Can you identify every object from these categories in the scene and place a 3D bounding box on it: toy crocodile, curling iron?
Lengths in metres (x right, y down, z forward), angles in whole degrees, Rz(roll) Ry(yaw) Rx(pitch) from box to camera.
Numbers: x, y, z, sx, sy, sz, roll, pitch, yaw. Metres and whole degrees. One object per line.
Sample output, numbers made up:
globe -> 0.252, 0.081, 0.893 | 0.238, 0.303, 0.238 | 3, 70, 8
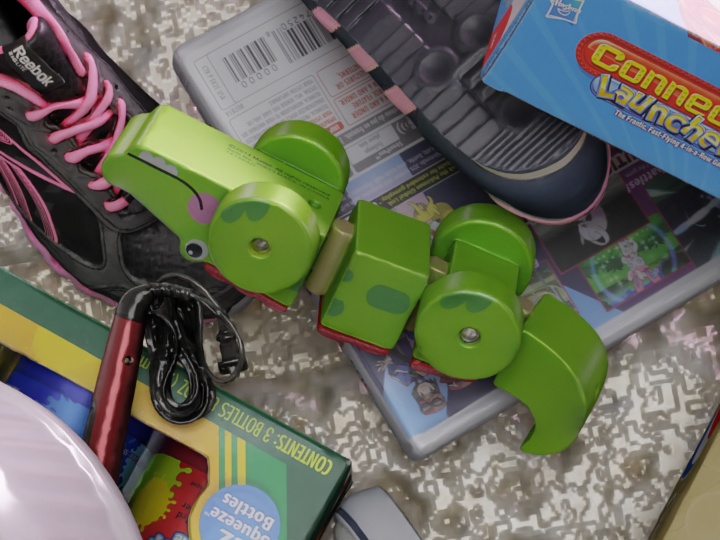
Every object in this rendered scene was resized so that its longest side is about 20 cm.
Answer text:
toy crocodile -> 0.000, 0.000, 0.904 | 0.200, 0.068, 0.062 | 24, 121, -6
curling iron -> -0.087, 0.096, 0.872 | 0.049, 0.026, 0.200 | 18, 80, 4

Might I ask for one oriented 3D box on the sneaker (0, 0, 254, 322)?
sneaker -> -0.112, -0.059, 0.938 | 0.200, 0.095, 0.079 | 44, 80, 1

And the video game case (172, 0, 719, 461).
video game case -> 0.058, -0.053, 0.969 | 0.200, 0.023, 0.182 | -29, 81, -12

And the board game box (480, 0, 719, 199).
board game box -> 0.155, -0.101, 0.898 | 0.196, 0.056, 0.200 | 26, 42, -8

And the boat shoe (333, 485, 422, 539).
boat shoe -> 0.020, 0.183, 0.912 | 0.086, 0.075, 0.202 | -26, 90, -6

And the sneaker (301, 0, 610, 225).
sneaker -> 0.024, -0.092, 0.935 | 0.070, 0.082, 0.200 | -34, 60, 2

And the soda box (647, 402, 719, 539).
soda box -> 0.142, 0.097, 0.903 | 0.068, 0.064, 0.200 | 30, 63, 5

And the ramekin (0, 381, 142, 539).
ramekin -> -0.172, 0.121, 0.819 | 0.202, 0.094, 0.203 | -2, 76, 10

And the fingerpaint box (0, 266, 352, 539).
fingerpaint box -> -0.128, 0.097, 0.921 | 0.200, 0.073, 0.167 | 29, 81, 5
